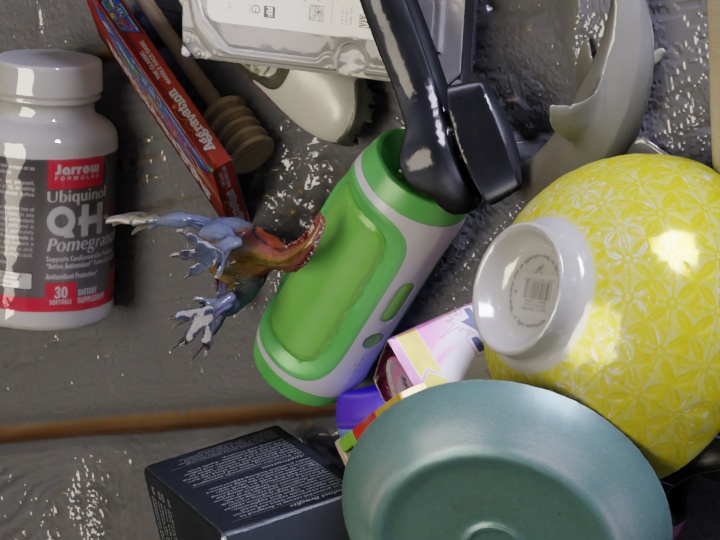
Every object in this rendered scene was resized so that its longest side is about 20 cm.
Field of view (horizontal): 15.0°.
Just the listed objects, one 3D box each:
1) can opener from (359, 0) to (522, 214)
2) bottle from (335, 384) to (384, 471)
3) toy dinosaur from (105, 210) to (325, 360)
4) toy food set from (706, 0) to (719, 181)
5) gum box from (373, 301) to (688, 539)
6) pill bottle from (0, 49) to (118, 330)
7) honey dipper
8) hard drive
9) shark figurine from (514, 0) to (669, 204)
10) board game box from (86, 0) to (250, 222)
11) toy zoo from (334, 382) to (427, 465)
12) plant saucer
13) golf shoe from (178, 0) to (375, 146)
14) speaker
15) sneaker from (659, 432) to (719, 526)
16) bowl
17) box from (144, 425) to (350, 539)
[{"bbox_3d":[0.038,-0.129,1.753,0.079,0.063,0.200,-24,86,6],"label":"can opener"},{"bbox_3d":[0.035,0.176,1.862,0.083,0.065,0.200,-6,94,53],"label":"bottle"},{"bbox_3d":[-0.081,0.003,1.904,0.200,0.181,0.105,-7,100,20],"label":"toy dinosaur"},{"bbox_3d":[0.280,-0.090,1.565,0.200,0.060,0.144,21,124,44],"label":"toy food set"},{"bbox_3d":[0.108,0.116,1.727,0.200,0.113,0.066,59,159,20],"label":"gum box"},{"bbox_3d":[-0.239,-0.063,2.073,0.111,0.111,0.200,17,110,44],"label":"pill bottle"},{"bbox_3d":[-0.128,-0.151,1.995,0.200,0.038,0.038,53,131,29],"label":"honey dipper"},{"bbox_3d":[-0.020,-0.199,1.805,0.200,0.038,0.140,9,106,17],"label":"hard drive"},{"bbox_3d":[0.140,-0.126,1.678,0.128,0.089,0.215,23,116,40],"label":"shark figurine"},{"bbox_3d":[-0.143,-0.127,1.984,0.200,0.019,0.103,55,172,24],"label":"board game box"},{"bbox_3d":[0.042,0.145,1.727,0.131,0.020,0.200,64,161,7],"label":"toy zoo"},{"bbox_3d":[0.082,0.156,1.609,0.200,0.036,0.200,7,123,11],"label":"plant saucer"},{"bbox_3d":[-0.070,-0.156,1.895,0.200,0.088,0.077,49,128,27],"label":"golf shoe"},{"bbox_3d":[0.000,0.000,1.851,0.088,0.088,0.200,53,131,26],"label":"speaker"},{"bbox_3d":[0.228,0.073,1.634,0.200,0.070,0.078,-45,75,34],"label":"sneaker"},{"bbox_3d":[0.131,0.021,1.614,0.200,0.108,0.201,-19,65,48],"label":"bowl"},{"bbox_3d":[-0.058,0.208,1.871,0.200,0.107,0.149,-153,49,-68],"label":"box"}]
